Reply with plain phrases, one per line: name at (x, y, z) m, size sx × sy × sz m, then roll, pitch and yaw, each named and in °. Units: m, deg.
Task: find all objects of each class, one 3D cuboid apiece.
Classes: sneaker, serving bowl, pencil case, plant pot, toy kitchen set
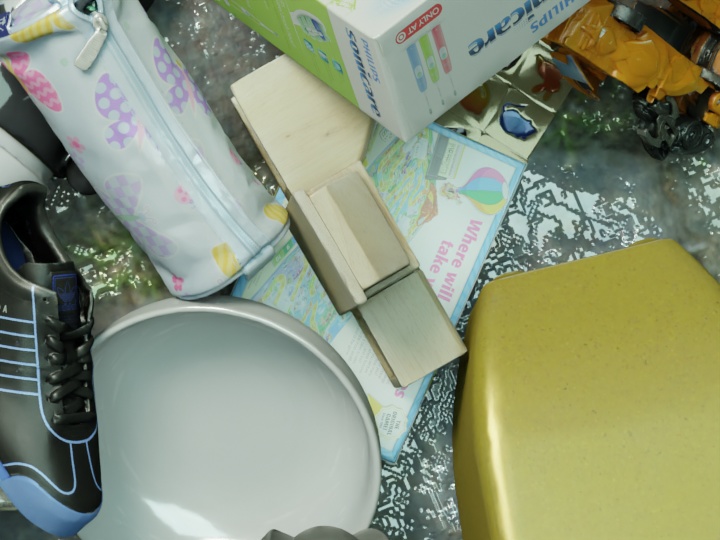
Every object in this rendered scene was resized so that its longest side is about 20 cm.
sneaker at (-0.181, 0.046, 1.481) m, size 0.078 × 0.070 × 0.200 m, roll -30°, pitch 77°, yaw 34°
serving bowl at (-0.082, 0.098, 1.554) m, size 0.199 × 0.066 × 0.201 m, roll 4°, pitch 115°, yaw 8°
pencil case at (-0.121, -0.081, 1.477) m, size 0.083 × 0.091 × 0.200 m, roll -46°, pitch 113°, yaw -32°
plant pot at (0.145, 0.095, 1.536) m, size 0.194 × 0.196 × 0.201 m, roll -14°, pitch 81°, yaw -5°
toy kitchen set at (0.046, -0.060, 1.508) m, size 0.180 × 0.163 × 0.200 m, roll -30°, pitch 89°, yaw -4°

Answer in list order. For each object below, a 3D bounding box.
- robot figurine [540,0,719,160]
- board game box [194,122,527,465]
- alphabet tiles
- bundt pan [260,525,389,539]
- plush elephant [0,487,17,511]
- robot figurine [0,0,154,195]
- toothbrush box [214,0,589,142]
robot figurine at (0.178, -0.150, 1.569) m, size 0.058 × 0.200 × 0.145 m, roll 27°, pitch 90°, yaw 37°
board game box at (0.000, 0.000, 1.602) m, size 0.134 × 0.034 × 0.200 m, roll 24°, pitch 87°, yaw -1°
alphabet tiles at (0.050, -0.140, 1.635) m, size 0.166 × 0.006 × 0.200 m, roll 31°, pitch 84°, yaw -1°
bundt pan at (-0.029, 0.214, 1.521) m, size 0.201 × 0.202 × 0.076 m, roll -4°, pitch 52°, yaw -4°
plush elephant at (-0.269, 0.105, 1.531) m, size 0.199 × 0.155 × 0.165 m, roll 1°, pitch 129°, yaw 27°
robot figurine at (-0.200, -0.123, 1.561) m, size 0.125 × 0.150 × 0.200 m, roll 39°, pitch 82°, yaw -31°
toothbrush box at (0.010, -0.184, 1.475) m, size 0.145 × 0.086 × 0.200 m, roll -37°, pitch 50°, yaw -16°
